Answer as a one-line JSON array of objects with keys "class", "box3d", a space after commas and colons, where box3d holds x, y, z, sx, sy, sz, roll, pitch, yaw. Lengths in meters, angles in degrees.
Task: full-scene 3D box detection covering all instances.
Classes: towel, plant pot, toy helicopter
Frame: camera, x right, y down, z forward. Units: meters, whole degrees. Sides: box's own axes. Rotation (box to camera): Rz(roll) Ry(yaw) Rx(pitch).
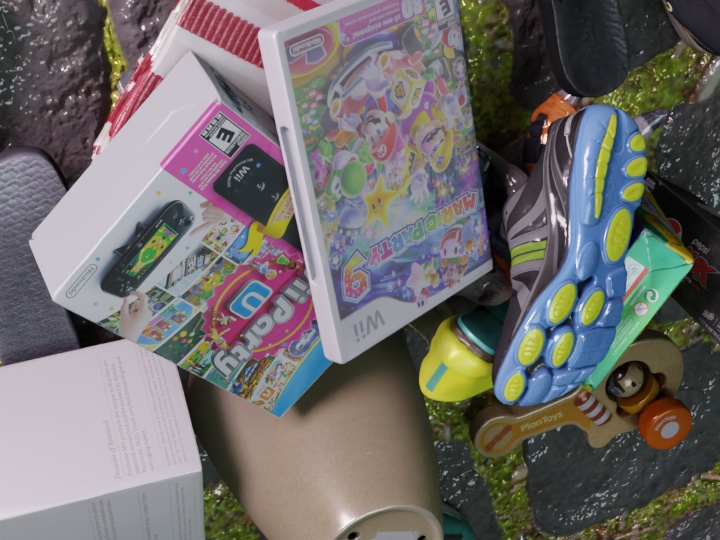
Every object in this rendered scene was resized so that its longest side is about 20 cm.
[{"class": "towel", "box3d": [-0.056, -0.121, 0.676, 0.143, 0.023, 0.201, 21, 111, -39]}, {"class": "plant pot", "box3d": [-0.017, 0.141, 0.834, 0.185, 0.200, 0.189, -11, 125, -16]}, {"class": "toy helicopter", "box3d": [0.186, 0.106, 0.977, 0.198, 0.079, 0.133, -20, 126, -5]}]

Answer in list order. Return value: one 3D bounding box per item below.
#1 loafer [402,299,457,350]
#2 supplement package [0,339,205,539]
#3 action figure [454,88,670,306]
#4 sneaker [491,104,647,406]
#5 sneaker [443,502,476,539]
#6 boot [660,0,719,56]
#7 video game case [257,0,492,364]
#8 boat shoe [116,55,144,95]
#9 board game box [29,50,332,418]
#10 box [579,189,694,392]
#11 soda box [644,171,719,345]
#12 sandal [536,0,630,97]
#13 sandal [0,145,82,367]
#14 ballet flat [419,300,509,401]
[{"class": "loafer", "box3d": [0.000, 0.000, 0.833, 0.070, 0.075, 0.200, -43, 121, 7]}, {"class": "supplement package", "box3d": [-0.217, 0.139, 0.784, 0.197, 0.118, 0.118, -12, 146, -16]}, {"class": "action figure", "box3d": [0.123, -0.061, 0.803, 0.195, 0.104, 0.200, -57, 151, -3]}, {"class": "sneaker", "box3d": [0.130, -0.008, 0.741, 0.070, 0.083, 0.202, 14, 90, -26]}, {"class": "sneaker", "box3d": [0.029, 0.244, 0.994, 0.198, 0.080, 0.072, 19, 112, -31]}, {"class": "boot", "box3d": [0.244, -0.200, 0.754, 0.073, 0.154, 0.203, -41, 127, 7]}, {"class": "video game case", "box3d": [0.017, -0.064, 0.673, 0.142, 0.018, 0.202, -30, 121, -35]}, {"class": "boat shoe", "box3d": [-0.116, -0.049, 0.756, 0.062, 0.071, 0.201, -26, 131, -1]}, {"class": "board game box", "box3d": [-0.075, -0.012, 0.691, 0.148, 0.064, 0.199, -47, 135, 9]}, {"class": "box", "box3d": [0.179, -0.004, 0.844, 0.048, 0.200, 0.118, 33, 107, -5]}, {"class": "soda box", "box3d": [0.276, 0.004, 0.869, 0.070, 0.201, 0.064, 20, 112, -32]}, {"class": "sandal", "box3d": [0.139, -0.213, 0.735, 0.075, 0.048, 0.202, -29, 106, -20]}, {"class": "sandal", "box3d": [-0.228, -0.001, 0.757, 0.075, 0.043, 0.202, -8, 134, -19]}, {"class": "ballet flat", "box3d": [0.097, 0.059, 0.844, 0.067, 0.067, 0.199, -56, 160, 20]}]
